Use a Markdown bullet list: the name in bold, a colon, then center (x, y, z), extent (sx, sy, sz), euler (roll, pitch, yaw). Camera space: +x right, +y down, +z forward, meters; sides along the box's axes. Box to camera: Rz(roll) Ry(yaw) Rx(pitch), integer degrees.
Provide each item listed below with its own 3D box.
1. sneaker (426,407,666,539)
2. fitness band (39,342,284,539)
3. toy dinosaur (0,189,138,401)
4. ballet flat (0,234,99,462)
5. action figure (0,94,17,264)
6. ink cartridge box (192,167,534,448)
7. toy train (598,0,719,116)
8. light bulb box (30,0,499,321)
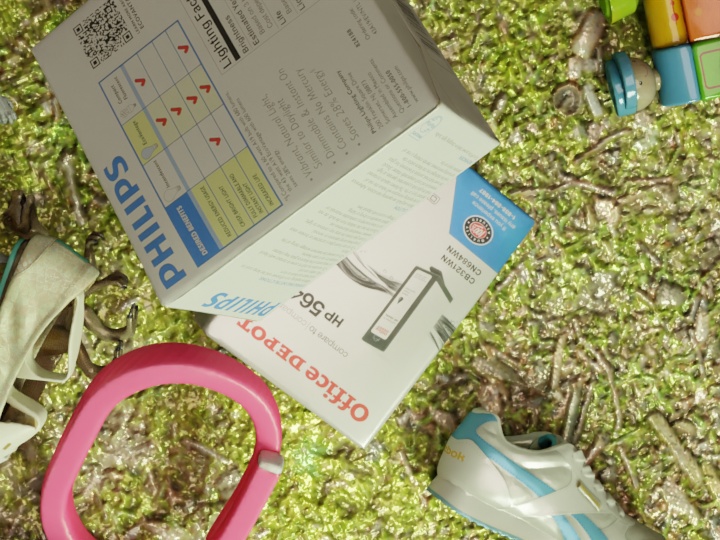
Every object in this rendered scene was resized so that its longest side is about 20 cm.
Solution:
- **sneaker**: center (0.152, 0.170, 1.009), extent (0.199, 0.076, 0.081), euler (25, 89, -17)
- **fitness band**: center (-0.136, 0.139, 0.921), extent (0.143, 0.037, 0.201), euler (23, 116, -13)
- **toy dinosaur**: center (-0.208, 0.039, 0.928), extent (0.100, 0.058, 0.201), euler (9, 108, 3)
- **ballet flat**: center (-0.223, 0.073, 0.876), extent (0.062, 0.067, 0.201), euler (23, 109, -5)
- **action figure**: center (-0.260, -0.101, 0.875), extent (0.054, 0.118, 0.201), euler (-5, 90, -36)
- **ink cartridge box**: center (0.000, 0.000, 0.946), extent (0.146, 0.084, 0.200), euler (37, 88, -14)
- **toy train**: center (0.221, -0.215, 0.979), extent (0.115, 0.085, 0.201), euler (-13, 100, 2)
- **light bulb box**: center (-0.058, -0.106, 0.830), extent (0.200, 0.125, 0.199), euler (-35, 72, 15)
